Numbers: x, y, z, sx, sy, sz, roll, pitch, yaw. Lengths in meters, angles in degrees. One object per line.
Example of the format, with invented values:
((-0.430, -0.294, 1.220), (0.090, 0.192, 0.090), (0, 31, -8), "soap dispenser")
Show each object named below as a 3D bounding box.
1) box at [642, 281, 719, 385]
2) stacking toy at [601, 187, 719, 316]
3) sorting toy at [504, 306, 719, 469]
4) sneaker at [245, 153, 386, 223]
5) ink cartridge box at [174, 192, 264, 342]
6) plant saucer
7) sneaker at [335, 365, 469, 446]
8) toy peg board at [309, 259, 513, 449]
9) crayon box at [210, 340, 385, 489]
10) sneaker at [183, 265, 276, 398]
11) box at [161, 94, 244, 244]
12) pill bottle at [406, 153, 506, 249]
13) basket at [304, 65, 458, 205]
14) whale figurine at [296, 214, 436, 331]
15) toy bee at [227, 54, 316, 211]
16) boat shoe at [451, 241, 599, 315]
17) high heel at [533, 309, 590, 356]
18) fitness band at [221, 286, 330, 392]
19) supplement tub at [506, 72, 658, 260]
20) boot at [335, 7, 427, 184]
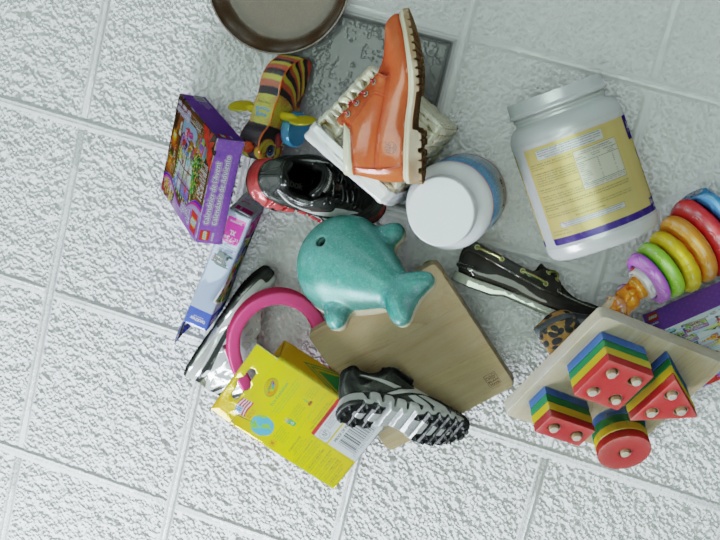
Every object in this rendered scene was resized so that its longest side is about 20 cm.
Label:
((0.464, 0.065, 1.613), (0.199, 0.039, 0.137), (-25, 132, 16), "box")
((0.368, -0.001, 1.592), (0.199, 0.116, 0.110), (-35, 91, -9), "stacking toy")
((0.316, 0.159, 1.610), (0.198, 0.070, 0.200), (20, 129, -25), "sorting toy")
((-0.043, -0.101, 1.684), (0.199, 0.098, 0.071), (14, 76, -29), "sneaker")
((-0.187, 0.001, 1.764), (0.042, 0.119, 0.201), (26, 104, -1), "ink cartridge box")
((-0.105, -0.387, 1.725), (0.198, 0.032, 0.202), (3, 101, 14), "plant saucer")
((0.054, 0.166, 1.684), (0.199, 0.091, 0.067), (16, 133, -27), "sneaker")
((0.071, 0.098, 1.743), (0.199, 0.098, 0.200), (-29, 107, 18), "toy peg board")
((-0.079, 0.181, 1.717), (0.199, 0.051, 0.127), (34, 114, -9), "crayon box")
((-0.146, 0.095, 1.807), (0.115, 0.076, 0.201), (34, 109, -6), "sneaker")
((-0.209, -0.135, 1.706), (0.039, 0.200, 0.138), (5, 110, -24), "box")
((0.117, -0.085, 1.631), (0.108, 0.200, 0.110), (2, 99, 13), "pill bottle")
((0.033, -0.172, 1.644), (0.135, 0.200, 0.124), (41, 100, 4), "basket")
((0.000, 0.000, 1.632), (0.199, 0.104, 0.160), (27, 78, 46), "whale figurine")
((-0.116, -0.184, 1.714), (0.130, 0.108, 0.202), (-9, 87, 32), "toy bee")
((0.220, 0.018, 1.687), (0.200, 0.072, 0.061), (19, 89, -2), "boat shoe")
((0.241, 0.132, 1.661), (0.072, 0.142, 0.201), (54, 131, 43), "high heel")
((-0.102, 0.118, 1.766), (0.143, 0.037, 0.201), (-28, 112, -6), "fitness band")
((0.270, -0.127, 1.615), (0.144, 0.145, 0.201), (-18, 95, 16), "supplement tub")
((0.023, -0.202, 1.514), (0.106, 0.075, 0.202), (2, 93, 11), "boot")
